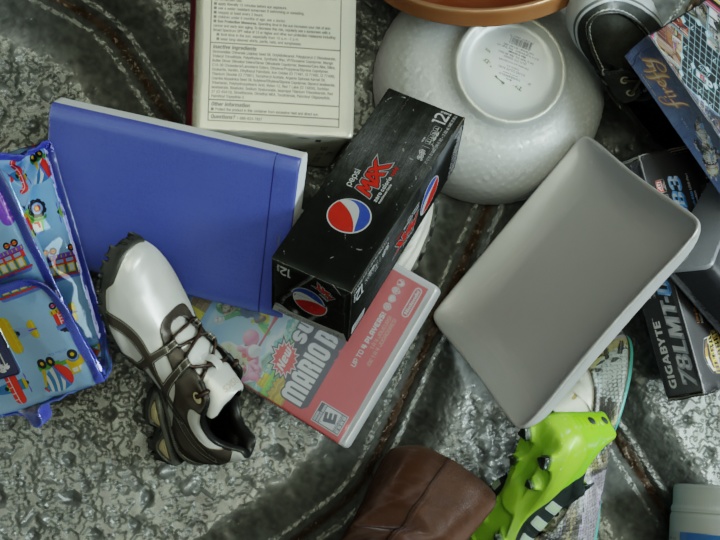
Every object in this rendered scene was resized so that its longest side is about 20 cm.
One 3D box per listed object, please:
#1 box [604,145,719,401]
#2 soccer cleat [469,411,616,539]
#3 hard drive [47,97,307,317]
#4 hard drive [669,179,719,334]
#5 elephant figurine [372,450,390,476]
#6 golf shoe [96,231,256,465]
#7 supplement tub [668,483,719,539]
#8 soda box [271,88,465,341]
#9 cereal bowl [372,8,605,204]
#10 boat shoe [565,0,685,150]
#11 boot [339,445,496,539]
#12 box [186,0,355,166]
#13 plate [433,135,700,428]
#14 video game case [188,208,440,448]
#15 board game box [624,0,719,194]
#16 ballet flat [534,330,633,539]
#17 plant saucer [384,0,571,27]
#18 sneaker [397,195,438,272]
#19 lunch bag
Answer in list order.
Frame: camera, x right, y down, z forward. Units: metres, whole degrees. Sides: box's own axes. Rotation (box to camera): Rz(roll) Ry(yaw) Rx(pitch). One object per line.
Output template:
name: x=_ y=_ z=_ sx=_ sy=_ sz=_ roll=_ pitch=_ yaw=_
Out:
box: x=0.311 y=-0.010 z=1.203 sx=0.198 sy=0.050 sz=0.201 roll=-13 pitch=86 yaw=-33
soccer cleat: x=0.132 y=0.181 z=1.122 sx=0.081 sy=0.200 sz=0.068 roll=-5 pitch=51 yaw=-33
hard drive: x=-0.145 y=-0.048 z=1.106 sx=0.199 sy=0.025 sz=0.132 roll=13 pitch=116 yaw=11
hard drive: x=0.335 y=-0.029 z=1.168 sx=0.135 sy=0.042 sz=0.200 roll=47 pitch=58 yaw=-14
elephant figurine: x=0.026 y=0.268 z=1.119 sx=0.155 sy=0.200 sz=0.141 roll=-42 pitch=108 yaw=13
golf shoe: x=-0.130 y=0.061 z=1.086 sx=0.078 sy=0.094 sz=0.200 roll=-47 pitch=130 yaw=-41
supplement tub: x=0.312 y=0.275 z=1.158 sx=0.132 sy=0.132 sz=0.201 roll=4 pitch=82 yaw=-10
soda box: x=0.006 y=-0.046 z=1.100 sx=0.071 sy=0.063 sz=0.200 roll=23 pitch=54 yaw=14
cereal bowl: x=0.114 y=-0.158 z=1.204 sx=0.199 sy=0.083 sz=0.201 roll=1 pitch=83 yaw=-9
boat shoe: x=0.230 y=-0.163 z=1.178 sx=0.069 sy=0.200 sz=0.057 roll=-28 pitch=54 yaw=19
boot: x=0.068 y=0.208 z=1.028 sx=0.186 sy=0.200 sz=0.064 roll=23 pitch=120 yaw=16
box: x=-0.074 y=-0.193 z=1.160 sx=0.127 sy=0.109 sz=0.201 roll=3 pitch=82 yaw=-9
plate: x=0.159 y=0.009 z=1.117 sx=0.032 sy=0.200 sz=0.200 roll=36 pitch=99 yaw=-28
video game case: x=-0.056 y=0.028 z=1.133 sx=0.200 sy=0.017 sz=0.143 roll=30 pitch=87 yaw=18
board game box: x=0.312 y=-0.120 z=1.136 sx=0.135 sy=0.035 sz=0.200 roll=-32 pitch=87 yaw=-35
ballet flat: x=0.173 y=0.138 z=1.178 sx=0.072 sy=0.072 sz=0.201 roll=14 pitch=81 yaw=-8
plant saucer: x=0.099 y=-0.260 z=1.190 sx=0.200 sy=0.032 sz=0.201 roll=-3 pitch=44 yaw=3
sneaker: x=0.000 y=0.000 z=1.168 sx=0.079 sy=0.074 sz=0.200 roll=32 pitch=78 yaw=0
lunch bag: x=-0.278 y=0.024 z=1.088 sx=0.150 sy=0.094 sz=0.200 roll=-19 pitch=96 yaw=19
